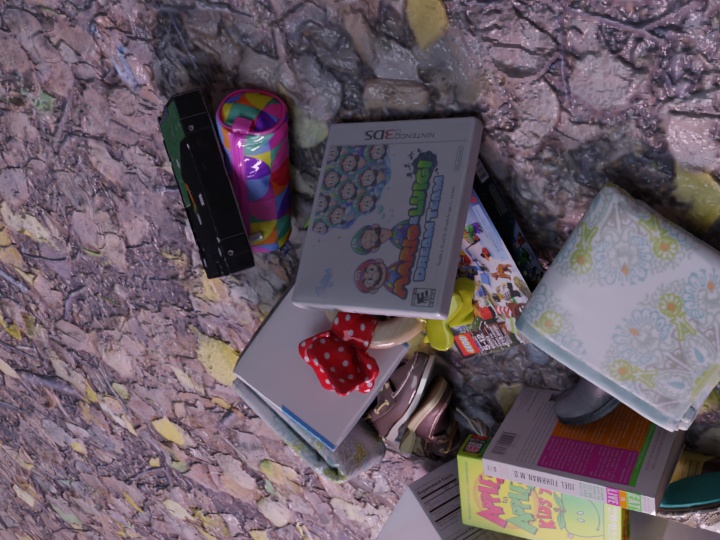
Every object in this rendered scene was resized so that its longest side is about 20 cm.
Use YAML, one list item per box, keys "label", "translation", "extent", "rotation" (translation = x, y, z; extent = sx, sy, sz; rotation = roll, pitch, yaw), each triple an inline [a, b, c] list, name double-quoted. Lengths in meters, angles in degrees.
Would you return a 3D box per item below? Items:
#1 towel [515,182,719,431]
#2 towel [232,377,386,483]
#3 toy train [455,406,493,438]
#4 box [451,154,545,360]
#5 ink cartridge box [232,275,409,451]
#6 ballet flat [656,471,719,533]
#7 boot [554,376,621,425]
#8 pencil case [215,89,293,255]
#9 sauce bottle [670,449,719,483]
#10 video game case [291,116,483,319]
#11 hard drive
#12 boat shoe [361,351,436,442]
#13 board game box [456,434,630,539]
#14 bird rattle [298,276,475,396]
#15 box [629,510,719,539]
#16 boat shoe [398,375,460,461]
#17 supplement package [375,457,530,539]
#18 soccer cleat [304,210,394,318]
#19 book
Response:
- label: "towel"
  translation: [0.274, 0.039, 0.950]
  extent: [0.198, 0.048, 0.173]
  rotation: [32, 110, 3]
- label: "towel"
  translation: [-0.065, 0.197, 1.316]
  extent: [0.199, 0.171, 0.048]
  rotation: [41, 105, 15]
- label: "toy train"
  translation: [0.219, 0.225, 1.230]
  extent: [0.115, 0.085, 0.201]
  rotation: [-38, 94, 34]
- label: "box"
  translation: [0.118, -0.009, 1.055]
  extent: [0.135, 0.038, 0.202]
  rotation: [-21, 103, 47]
- label: "ink cartridge box"
  translation: [-0.050, 0.096, 1.167]
  extent: [0.146, 0.147, 0.200]
  rotation: [37, 177, -3]
- label: "ballet flat"
  translation: [0.407, 0.237, 1.043]
  extent: [0.198, 0.068, 0.076]
  rotation: [-30, 98, 18]
- label: "boot"
  translation: [0.252, 0.081, 1.070]
  extent: [0.132, 0.070, 0.200]
  rotation: [47, 136, -2]
- label: "pencil case"
  translation: [-0.119, -0.106, 1.128]
  extent: [0.087, 0.089, 0.202]
  rotation: [20, 138, 18]
- label: "sauce bottle"
  translation: [0.383, 0.240, 1.121]
  extent: [0.197, 0.065, 0.066]
  rotation: [9, 135, 30]
- label: "video game case"
  translation: [0.025, -0.056, 0.995]
  extent: [0.179, 0.204, 0.024]
  rotation: [3, 164, 34]
- label: "hard drive"
  translation: [-0.177, -0.093, 1.123]
  extent: [0.139, 0.037, 0.204]
  rotation: [-9, 100, 71]
- label: "boat shoe"
  translation: [0.047, 0.159, 1.288]
  extent: [0.059, 0.072, 0.201]
  rotation: [28, 147, 4]
- label: "board game box"
  translation: [0.216, 0.265, 1.166]
  extent: [0.196, 0.048, 0.104]
  rotation: [6, 117, 27]
- label: "bird rattle"
  translation: [0.021, 0.035, 1.039]
  extent: [0.197, 0.112, 0.166]
  rotation: [-22, 76, 15]
- label: "box"
  translation: [0.370, 0.358, 1.225]
  extent: [0.124, 0.098, 0.200]
  rotation: [37, 142, -2]
- label: "boat shoe"
  translation: [0.101, 0.202, 1.281]
  extent: [0.071, 0.073, 0.201]
  rotation: [29, 149, 9]
- label: "supplement package"
  translation: [0.147, 0.379, 1.315]
  extent: [0.201, 0.145, 0.193]
  rotation: [55, 149, 24]
- label: "soccer cleat"
  translation: [0.000, 0.000, 1.149]
  extent: [0.067, 0.081, 0.201]
  rotation: [-11, 123, 42]
- label: "book"
  translation: [0.253, 0.199, 1.118]
  extent: [0.197, 0.134, 0.049]
  rotation: [8, 125, 31]
